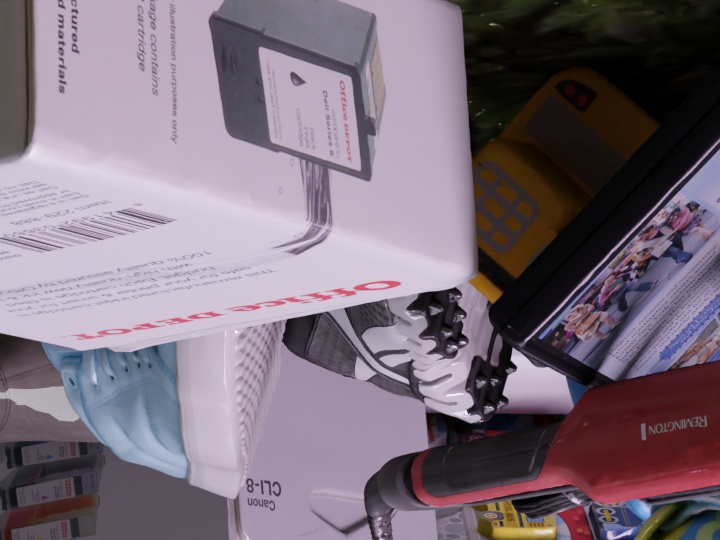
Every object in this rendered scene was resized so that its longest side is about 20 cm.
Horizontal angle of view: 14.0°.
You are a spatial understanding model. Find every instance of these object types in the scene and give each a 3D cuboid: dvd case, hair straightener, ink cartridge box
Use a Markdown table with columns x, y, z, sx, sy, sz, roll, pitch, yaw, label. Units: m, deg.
| x | y | z | sx | sy | sz | roll | pitch | yaw | label |
| --- | --- | --- | --- | --- | --- | --- | --- | --- | --- |
| 0.118 | -0.017 | 0.876 | 0.143 | 0.018 | 0.200 | -46 | 159 | 6 | dvd case |
| 0.078 | 0.061 | 0.883 | 0.077 | 0.041 | 0.199 | 4 | 161 | -43 | hair straightener |
| -0.086 | 0.093 | 1.245 | 0.199 | 0.146 | 0.145 | -11 | 166 | 34 | ink cartridge box |
| -0.080 | -0.039 | 0.768 | 0.145 | 0.085 | 0.200 | -10 | 166 | 31 | ink cartridge box |

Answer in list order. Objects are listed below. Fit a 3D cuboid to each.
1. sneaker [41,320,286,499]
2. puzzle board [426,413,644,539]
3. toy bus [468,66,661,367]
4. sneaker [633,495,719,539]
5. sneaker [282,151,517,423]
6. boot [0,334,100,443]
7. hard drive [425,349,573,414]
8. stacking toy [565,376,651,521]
| x | y | z | sx | sy | sz | roll | pitch | yaw | label |
| --- | --- | --- | --- | --- | --- | --- | --- | --- | --- |
| -0.069 | 0.026 | 0.965 | 0.081 | 0.074 | 0.200 | 15 | 158 | 1 | sneaker |
| 0.064 | 0.091 | 1.369 | 0.150 | 0.018 | 0.200 | 2 | -163 | -4 | puzzle board |
| 0.080 | -0.008 | 0.942 | 0.078 | 0.065 | 0.200 | -49 | 158 | 6 | toy bus |
| 0.158 | 0.058 | 1.004 | 0.079 | 0.201 | 0.130 | 26 | -155 | 33 | sneaker |
| 0.000 | 0.000 | 1.011 | 0.090 | 0.067 | 0.200 | 11 | 162 | 13 | sneaker |
| -0.157 | 0.051 | 1.125 | 0.199 | 0.068 | 0.130 | -10 | -174 | 37 | boot |
| 0.121 | 0.045 | 1.355 | 0.199 | 0.026 | 0.132 | 2 | 167 | -23 | hard drive |
| 0.184 | 0.016 | 1.110 | 0.199 | 0.117 | 0.110 | -26 | 158 | 29 | stacking toy |
